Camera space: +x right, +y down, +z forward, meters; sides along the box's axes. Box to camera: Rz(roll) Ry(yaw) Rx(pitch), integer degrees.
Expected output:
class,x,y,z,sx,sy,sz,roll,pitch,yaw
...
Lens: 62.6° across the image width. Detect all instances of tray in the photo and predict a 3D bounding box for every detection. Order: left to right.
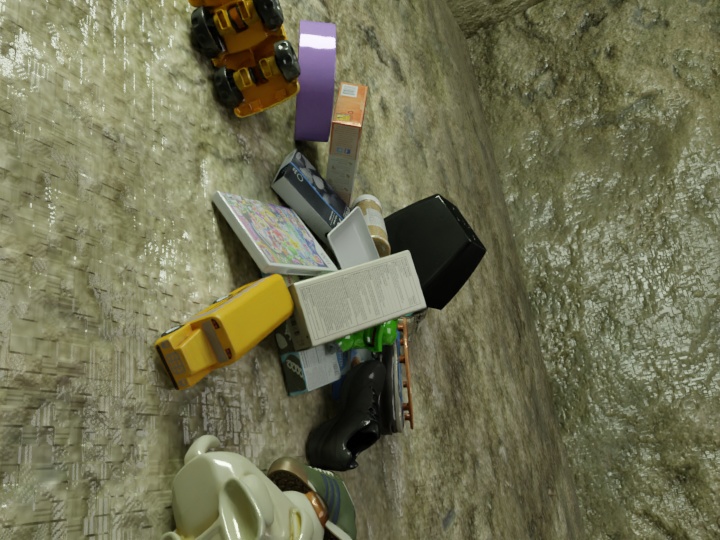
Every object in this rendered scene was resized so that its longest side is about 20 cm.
class,x,y,z,sx,sy,sz,roll,pitch,yaw
tray,0.000,0.000,1.053,0.107,0.022,0.203,-46,123,-42

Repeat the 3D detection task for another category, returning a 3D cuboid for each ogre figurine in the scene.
class,x,y,z,sx,sy,sz,roll,pitch,yaw
ogre figurine,0.001,0.069,0.968,0.199,0.096,0.123,-3,91,-59

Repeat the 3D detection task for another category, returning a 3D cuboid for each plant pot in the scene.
class,x,y,z,sx,sy,sz,roll,pitch,yaw
plant pot,0.164,-0.051,1.326,0.202,0.176,0.199,59,18,22

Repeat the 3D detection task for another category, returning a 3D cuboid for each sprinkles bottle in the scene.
class,x,y,z,sx,sy,sz,roll,pitch,yaw
sprinkles bottle,0.018,-0.082,1.173,0.069,0.067,0.201,58,12,-27

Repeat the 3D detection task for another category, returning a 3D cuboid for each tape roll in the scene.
class,x,y,z,sx,sy,sz,roll,pitch,yaw
tape roll,-0.083,-0.337,1.063,0.200,0.064,0.205,-178,-90,-83

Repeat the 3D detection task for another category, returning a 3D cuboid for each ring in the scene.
class,x,y,z,sx,sy,sz,roll,pitch,yaw
ring,0.084,0.190,1.100,0.200,0.019,0.206,-4,90,-84

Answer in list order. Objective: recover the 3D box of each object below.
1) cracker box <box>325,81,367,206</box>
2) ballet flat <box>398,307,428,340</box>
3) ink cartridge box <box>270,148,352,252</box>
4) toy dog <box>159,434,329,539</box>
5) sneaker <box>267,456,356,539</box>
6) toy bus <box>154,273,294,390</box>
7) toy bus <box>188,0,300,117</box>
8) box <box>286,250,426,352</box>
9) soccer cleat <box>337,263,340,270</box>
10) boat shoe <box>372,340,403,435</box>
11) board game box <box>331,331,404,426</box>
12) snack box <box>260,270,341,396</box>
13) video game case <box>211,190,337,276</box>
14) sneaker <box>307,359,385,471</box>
class,x,y,z,sx,sy,sz,roll,pitch,yaw
cracker box,-0.030,-0.228,1.118,0.202,0.056,0.136,100,-2,-46
ballet flat,0.106,0.112,1.306,0.200,0.066,0.077,-31,121,-69
ink cartridge box,-0.070,-0.113,1.060,0.200,0.039,0.100,47,32,-25
toy dog,-0.118,0.291,0.653,0.200,0.140,0.194,43,1,-44
sneaker,-0.062,0.309,0.817,0.202,0.066,0.090,61,19,-25
toy bus,-0.162,0.070,0.737,0.066,0.077,0.200,67,25,-9
toy bus,-0.171,-0.365,0.975,0.192,0.133,0.204,-71,142,-76
box,-0.010,0.044,0.874,0.196,0.077,0.097,-15,84,-28
soccer cleat,0.016,0.017,1.168,0.199,0.068,0.087,19,52,-56
boat shoe,0.039,0.182,1.021,0.067,0.056,0.204,77,9,-55
board game box,0.016,0.168,1.093,0.200,0.043,0.203,43,37,-47
snack box,-0.092,0.083,0.926,0.116,0.036,0.205,1,73,-66
video game case,-0.124,-0.051,0.902,0.144,0.018,0.199,52,18,19
sneaker,0.002,0.226,0.913,0.076,0.089,0.202,55,48,-32
